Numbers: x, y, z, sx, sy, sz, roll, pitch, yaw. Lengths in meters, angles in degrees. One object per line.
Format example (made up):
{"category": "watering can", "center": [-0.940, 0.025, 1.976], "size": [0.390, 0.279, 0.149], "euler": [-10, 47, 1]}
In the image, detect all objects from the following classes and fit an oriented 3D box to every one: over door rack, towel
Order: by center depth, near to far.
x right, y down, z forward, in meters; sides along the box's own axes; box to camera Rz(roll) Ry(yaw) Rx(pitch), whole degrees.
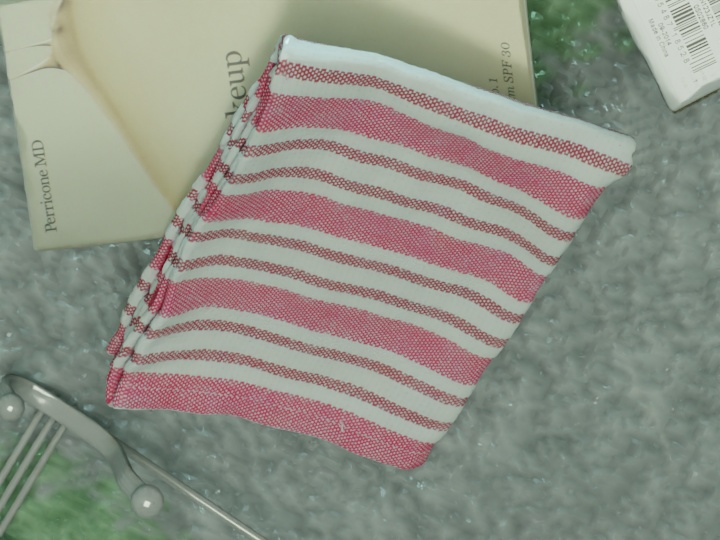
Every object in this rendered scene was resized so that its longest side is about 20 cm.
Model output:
{"category": "towel", "center": [0.000, 0.000, 1.142], "size": [0.145, 0.030, 0.200], "euler": [13, 136, -20]}
{"category": "over door rack", "center": [-0.094, 0.153, 1.228], "size": [0.199, 0.067, 0.148], "euler": [30, 105, -7]}

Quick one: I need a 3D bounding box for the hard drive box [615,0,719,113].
{"category": "hard drive box", "center": [0.170, -0.176, 1.126], "size": [0.199, 0.077, 0.157], "euler": [-25, 104, 8]}

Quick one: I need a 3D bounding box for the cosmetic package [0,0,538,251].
{"category": "cosmetic package", "center": [-0.033, -0.074, 1.161], "size": [0.199, 0.073, 0.104], "euler": [-8, 106, 2]}
